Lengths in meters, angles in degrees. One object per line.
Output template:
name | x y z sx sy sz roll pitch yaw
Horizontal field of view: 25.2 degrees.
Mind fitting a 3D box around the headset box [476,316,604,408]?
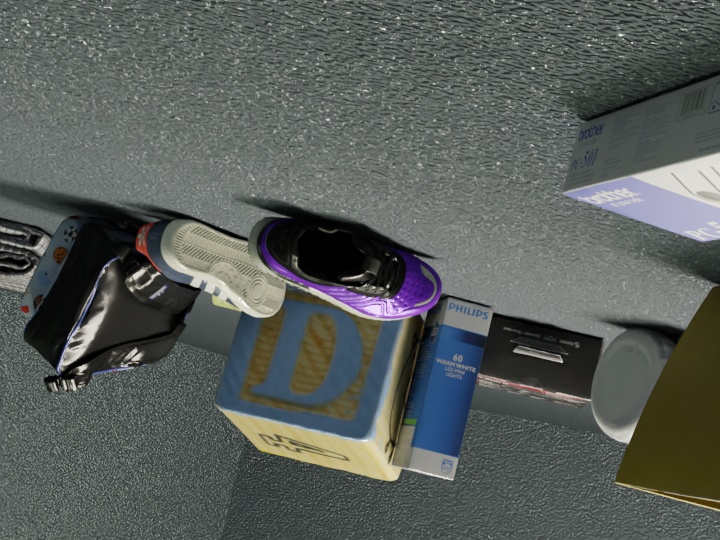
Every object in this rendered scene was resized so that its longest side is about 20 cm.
headset box | 0.212 0.112 1.958 0.148 0.078 0.200 12 172 7

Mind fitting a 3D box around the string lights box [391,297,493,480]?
string lights box | 0.093 0.137 1.868 0.059 0.201 0.103 15 174 -8

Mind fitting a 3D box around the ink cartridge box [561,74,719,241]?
ink cartridge box | 0.184 -0.054 0.803 0.094 0.044 0.200 17 173 -14

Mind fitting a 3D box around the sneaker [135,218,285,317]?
sneaker | -0.165 -0.007 1.772 0.084 0.075 0.200 6 160 40

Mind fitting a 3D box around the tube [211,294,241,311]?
tube | -0.092 0.041 2.080 0.199 0.052 0.058 13 170 11

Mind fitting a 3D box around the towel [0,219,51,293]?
towel | -0.521 -0.025 2.258 0.199 0.086 0.166 13 172 8

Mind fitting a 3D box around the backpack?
backpack | -0.284 0.031 1.863 0.190 0.200 0.154 10 -151 -53

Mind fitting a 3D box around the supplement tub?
supplement tub | 0.356 0.141 1.718 0.199 0.123 0.122 17 173 -27

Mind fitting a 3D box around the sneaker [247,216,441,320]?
sneaker | 0.000 0.001 1.505 0.199 0.070 0.099 16 170 -25

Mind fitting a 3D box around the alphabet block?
alphabet block | -0.038 0.122 1.923 0.195 0.196 0.200 13 164 16

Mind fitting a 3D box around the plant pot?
plant pot | 0.347 0.111 1.263 0.199 0.177 0.200 17 173 -17
